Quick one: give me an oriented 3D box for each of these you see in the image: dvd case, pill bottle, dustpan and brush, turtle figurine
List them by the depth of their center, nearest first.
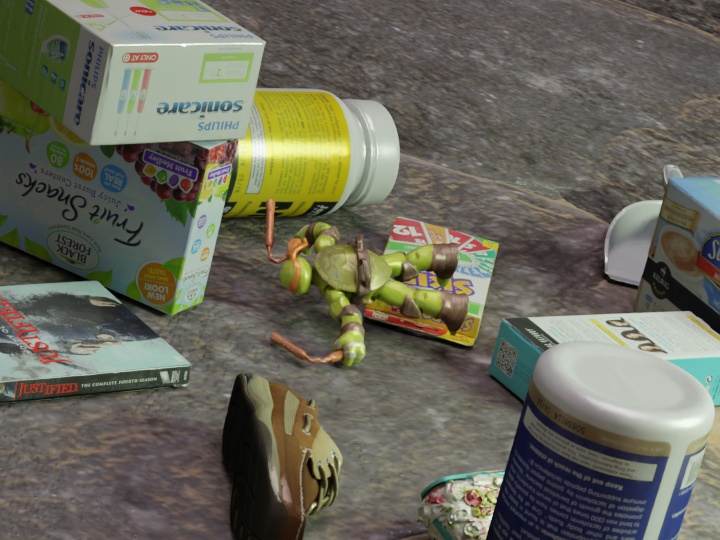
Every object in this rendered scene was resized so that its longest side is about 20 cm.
[{"bbox_3d":[0.141,0.155,1.516,0.115,0.201,0.116,13,20,-5],"label":"pill bottle"},{"bbox_3d":[-0.243,0.052,1.776,0.199,0.022,0.146,-4,28,-37],"label":"dvd case"},{"bbox_3d":[0.000,0.000,1.947,0.160,0.065,0.200,3,36,-18],"label":"turtle figurine"},{"bbox_3d":[-0.073,-0.103,2.128,0.199,0.115,0.114,-2,27,-33],"label":"pill bottle"},{"bbox_3d":[0.292,-0.042,2.267,0.139,0.057,0.200,13,22,-4],"label":"dustpan and brush"}]

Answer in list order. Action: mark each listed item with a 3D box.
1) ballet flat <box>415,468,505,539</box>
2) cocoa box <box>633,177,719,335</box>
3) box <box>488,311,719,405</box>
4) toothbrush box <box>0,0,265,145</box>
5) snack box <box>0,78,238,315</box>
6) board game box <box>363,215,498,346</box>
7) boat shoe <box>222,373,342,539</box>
[{"bbox_3d":[0.125,0.167,1.679,0.199,0.076,0.064,-8,61,-34],"label":"ballet flat"},{"bbox_3d":[0.348,0.017,2.059,0.133,0.132,0.200,-2,27,-29],"label":"cocoa box"},{"bbox_3d":[0.208,0.074,1.953,0.199,0.049,0.082,-1,26,-33],"label":"box"},{"bbox_3d":[-0.193,-0.173,1.881,0.145,0.086,0.200,-4,29,-39],"label":"toothbrush box"},{"bbox_3d":[-0.205,-0.068,1.923,0.199,0.143,0.053,22,22,21],"label":"snack box"},{"bbox_3d":[0.062,0.008,2.061,0.095,0.030,0.200,15,24,2],"label":"board game box"},{"bbox_3d":[-0.047,0.129,1.638,0.074,0.076,0.200,12,22,-12],"label":"boat shoe"}]
